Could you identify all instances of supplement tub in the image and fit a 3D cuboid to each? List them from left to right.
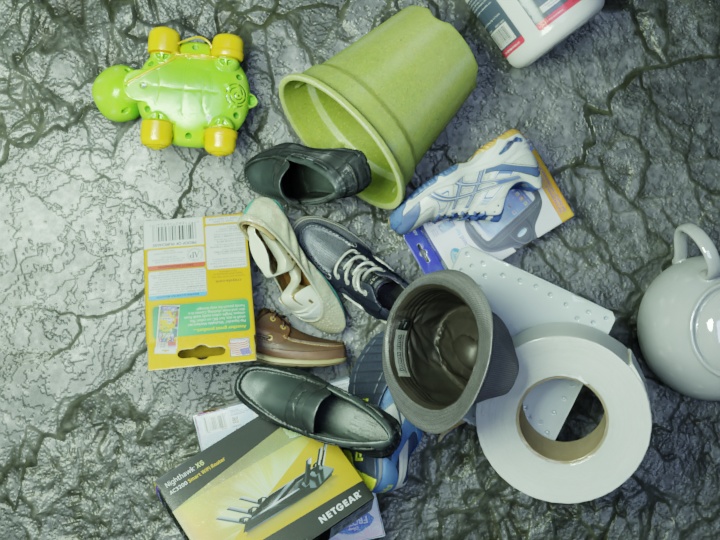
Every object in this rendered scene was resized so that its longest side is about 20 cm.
[{"bbox_3d":[0.191,-0.364,1.293,0.140,0.140,0.200,-36,93,-5],"label":"supplement tub"}]

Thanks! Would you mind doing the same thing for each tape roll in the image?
[{"bbox_3d":[0.236,0.163,1.227,0.201,0.071,0.204,2,101,12],"label":"tape roll"}]

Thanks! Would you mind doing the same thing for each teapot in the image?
[{"bbox_3d":[0.447,0.068,1.307,0.199,0.146,0.198,22,86,-4],"label":"teapot"}]

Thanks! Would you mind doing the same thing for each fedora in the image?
[{"bbox_3d":[0.110,0.092,1.180,0.090,0.200,0.178,13,97,-34],"label":"fedora"}]

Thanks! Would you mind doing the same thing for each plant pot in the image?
[{"bbox_3d":[0.036,-0.210,1.264,0.200,0.200,0.184,46,73,-3],"label":"plant pot"}]

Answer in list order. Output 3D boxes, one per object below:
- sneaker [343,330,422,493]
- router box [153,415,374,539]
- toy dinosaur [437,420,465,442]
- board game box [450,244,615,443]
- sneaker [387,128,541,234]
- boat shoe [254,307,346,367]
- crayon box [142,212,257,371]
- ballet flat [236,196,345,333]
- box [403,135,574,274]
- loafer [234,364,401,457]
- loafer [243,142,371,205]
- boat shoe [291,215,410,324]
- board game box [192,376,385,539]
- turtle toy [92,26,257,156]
[{"bbox_3d":[0.032,0.172,1.278,0.082,0.074,0.201,17,78,-39],"label":"sneaker"},{"bbox_3d":[-0.109,0.256,1.199,0.199,0.052,0.157,-31,66,-20],"label":"router box"},{"bbox_3d":[0.179,0.144,1.322,0.199,0.058,0.102,-21,92,-6],"label":"toy dinosaur"},{"bbox_3d":[0.175,0.096,1.277,0.199,0.026,0.201,25,105,6],"label":"board game box"},{"bbox_3d":[0.131,-0.088,1.276,0.199,0.075,0.088,-32,91,-5],"label":"sneaker"},{"bbox_3d":[-0.113,0.080,1.287,0.199,0.072,0.068,7,90,-3],"label":"boat shoe"},{"bbox_3d":[-0.190,0.032,1.248,0.125,0.052,0.201,-5,60,-6],"label":"crayon box"},{"bbox_3d":[-0.089,0.006,1.276,0.201,0.067,0.062,58,42,-16],"label":"ballet flat"},{"bbox_3d":[0.155,-0.068,1.334,0.199,0.041,0.119,-32,92,-8],"label":"box"},{"bbox_3d":[-0.049,0.152,1.178,0.200,0.070,0.068,20,79,10],"label":"loafer"},{"bbox_3d":[-0.075,-0.111,1.241,0.070,0.200,0.068,-33,116,-39],"label":"loafer"},{"bbox_3d":[0.000,0.000,1.288,0.200,0.093,0.075,36,83,-4],"label":"boat shoe"},{"bbox_3d":[-0.088,0.250,1.300,0.199,0.041,0.201,-12,90,-6],"label":"board game box"},{"bbox_3d":[-0.223,-0.210,1.268,0.199,0.101,0.147,5,86,-5],"label":"turtle toy"}]
